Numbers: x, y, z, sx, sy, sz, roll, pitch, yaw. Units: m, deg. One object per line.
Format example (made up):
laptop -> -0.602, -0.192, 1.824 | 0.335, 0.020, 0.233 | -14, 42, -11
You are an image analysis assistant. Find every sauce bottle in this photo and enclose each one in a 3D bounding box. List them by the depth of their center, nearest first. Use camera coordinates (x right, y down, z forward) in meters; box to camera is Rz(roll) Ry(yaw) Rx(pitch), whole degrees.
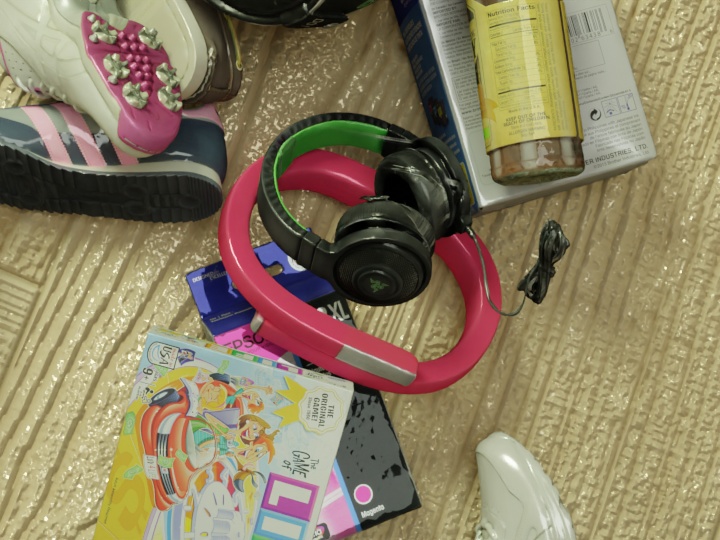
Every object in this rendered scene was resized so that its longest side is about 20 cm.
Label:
sauce bottle -> 0.101, -0.157, 0.948 | 0.064, 0.065, 0.203 | -5, 84, -12

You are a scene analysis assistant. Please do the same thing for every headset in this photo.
headset -> 0.031, -0.038, 0.931 | 0.199, 0.094, 0.124 | 29, 51, 9

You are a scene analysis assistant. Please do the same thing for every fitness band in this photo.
fitness band -> 0.000, 0.000, 0.975 | 0.198, 0.037, 0.145 | 26, 52, -9

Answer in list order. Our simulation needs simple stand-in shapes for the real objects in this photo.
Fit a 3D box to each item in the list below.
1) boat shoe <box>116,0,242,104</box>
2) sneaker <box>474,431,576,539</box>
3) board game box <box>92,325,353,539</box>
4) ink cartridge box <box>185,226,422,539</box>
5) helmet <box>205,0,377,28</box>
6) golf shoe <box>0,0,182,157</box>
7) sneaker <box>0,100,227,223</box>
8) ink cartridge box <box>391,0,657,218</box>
boat shoe -> -0.132, -0.199, 0.980 | 0.059, 0.072, 0.202 | 2, 60, -53
sneaker -> 0.095, 0.210, 0.978 | 0.098, 0.078, 0.203 | -13, 86, -9
board game box -> -0.094, 0.150, 0.935 | 0.133, 0.034, 0.202 | 15, 95, -3
ink cartridge box -> -0.038, 0.079, 0.986 | 0.094, 0.037, 0.202 | -20, 86, -13
helmet -> -0.031, -0.263, 0.935 | 0.200, 0.200, 0.191 | 44, 46, -4
golf shoe -> -0.175, -0.131, 0.928 | 0.092, 0.075, 0.201 | -48, 55, 25
sneaker -> -0.184, -0.085, 0.967 | 0.197, 0.070, 0.083 | 9, 58, -8
ink cartridge box -> 0.105, -0.150, 1.017 | 0.135, 0.076, 0.202 | -16, 89, -13
